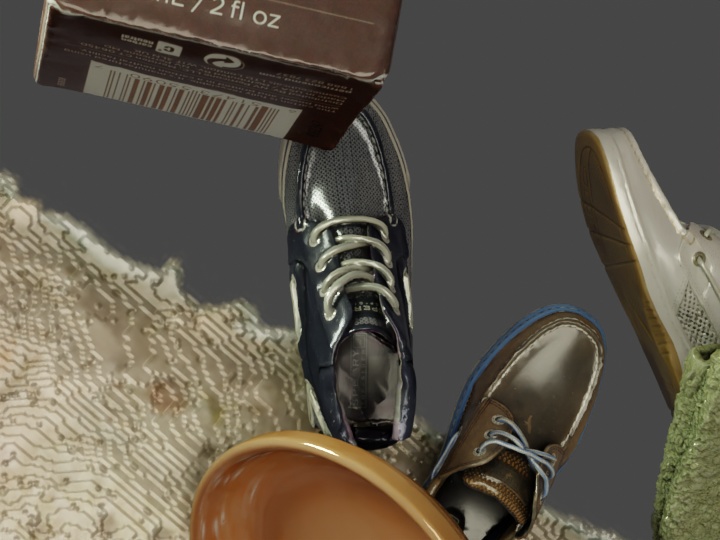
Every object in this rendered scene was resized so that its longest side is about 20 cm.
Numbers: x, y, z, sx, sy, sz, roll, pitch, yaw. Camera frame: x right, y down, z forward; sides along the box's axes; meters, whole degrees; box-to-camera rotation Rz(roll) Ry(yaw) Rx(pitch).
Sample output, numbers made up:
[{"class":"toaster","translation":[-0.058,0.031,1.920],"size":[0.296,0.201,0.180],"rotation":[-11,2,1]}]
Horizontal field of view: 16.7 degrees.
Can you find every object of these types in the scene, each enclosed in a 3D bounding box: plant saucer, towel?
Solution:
[{"class":"plant saucer","translation":[-0.002,0.168,1.266],"size":[0.037,0.200,0.201],"rotation":[-36,100,-43]},{"class":"towel","translation":[0.229,0.089,1.285],"size":[0.148,0.200,0.037],"rotation":[-8,54,-11]}]

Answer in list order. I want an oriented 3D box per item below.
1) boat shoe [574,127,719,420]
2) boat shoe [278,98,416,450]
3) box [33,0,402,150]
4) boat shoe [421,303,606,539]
[{"class":"boat shoe","translation":[0.177,0.005,1.326],"size":[0.069,0.071,0.200],"rotation":[-26,106,-6]},{"class":"boat shoe","translation":[0.000,0.000,1.285],"size":[0.074,0.093,0.201],"rotation":[-7,95,-8]},{"class":"box","translation":[-0.061,-0.184,1.210],"size":[0.165,0.164,0.201],"rotation":[12,80,-7]},{"class":"boat shoe","translation":[0.075,0.110,1.313],"size":[0.072,0.072,0.200],"rotation":[31,90,-10]}]
